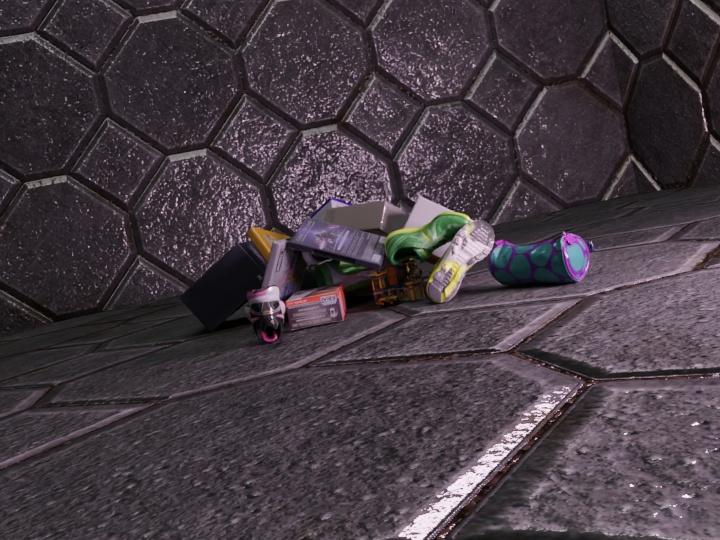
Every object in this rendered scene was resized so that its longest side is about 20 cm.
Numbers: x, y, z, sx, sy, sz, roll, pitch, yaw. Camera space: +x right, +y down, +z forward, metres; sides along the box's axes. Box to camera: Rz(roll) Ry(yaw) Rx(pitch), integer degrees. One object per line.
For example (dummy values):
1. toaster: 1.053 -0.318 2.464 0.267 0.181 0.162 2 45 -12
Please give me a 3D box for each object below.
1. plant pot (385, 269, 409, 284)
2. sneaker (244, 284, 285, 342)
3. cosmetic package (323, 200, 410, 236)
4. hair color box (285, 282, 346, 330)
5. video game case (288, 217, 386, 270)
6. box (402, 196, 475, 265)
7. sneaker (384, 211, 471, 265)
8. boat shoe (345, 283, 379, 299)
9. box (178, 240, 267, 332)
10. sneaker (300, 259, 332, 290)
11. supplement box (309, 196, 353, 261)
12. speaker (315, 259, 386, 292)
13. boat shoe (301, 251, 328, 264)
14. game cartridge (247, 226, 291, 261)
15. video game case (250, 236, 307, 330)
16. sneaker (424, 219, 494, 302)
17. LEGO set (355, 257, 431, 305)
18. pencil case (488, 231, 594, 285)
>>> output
1. plant pot: 0.055 -0.040 2.013 0.142 0.201 0.200 17 -15 -38
2. sneaker: -0.180 0.099 1.423 0.080 0.087 0.200 -11 -17 -2
3. cosmetic package: 0.013 -0.107 1.795 0.199 0.073 0.103 -2 -21 45
4. hair color box: -0.090 0.072 1.578 0.110 0.064 0.200 -11 5 1
5. video game case: -0.041 -0.060 1.616 0.199 0.019 0.143 13 27 6
6. box: 0.186 -0.071 1.701 0.152 0.107 0.200 25 -3 13
7. sneaker: 0.143 -0.058 1.550 0.199 0.084 0.074 -21 -44 26
8. boat shoe: -0.027 0.037 1.851 0.198 0.075 0.066 -2 -22 26
9. box: -0.319 0.033 1.853 0.197 0.118 0.200 -42 4 2
10. sneaker: -0.116 0.000 1.785 0.200 0.106 0.075 -42 13 -14
11. supplement box: -0.053 -0.073 1.961 0.101 0.201 0.103 17 -42 -37
12. speaker: 0.000 0.000 1.742 0.199 0.089 0.088 -16 5 -21
13. boat shoe: -0.069 -0.057 1.703 0.056 0.069 0.200 -12 2 25
14. game cartridge: -0.181 -0.030 1.946 0.176 0.033 0.200 14 26 -48
15. video game case: -0.170 0.022 1.653 0.022 0.201 0.182 20 15 16
16. sneaker: 0.187 -0.020 1.493 0.200 0.074 0.085 -49 6 -15
17. LEGO set: 0.099 -0.001 1.638 0.153 0.116 0.200 -9 5 37
18. pencil case: 0.335 -0.020 1.417 0.085 0.093 0.200 -15 4 -35
